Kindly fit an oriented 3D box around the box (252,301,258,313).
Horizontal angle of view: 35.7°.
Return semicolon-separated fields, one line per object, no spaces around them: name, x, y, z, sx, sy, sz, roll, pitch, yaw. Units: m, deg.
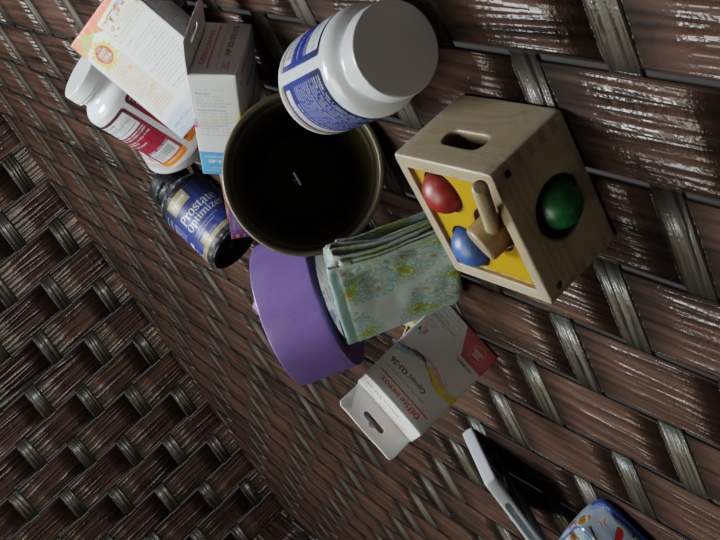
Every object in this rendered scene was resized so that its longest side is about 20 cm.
box;-0.091;0.074;1.960;0.176;0.096;0.200;47;161;5

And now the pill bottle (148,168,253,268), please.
pill bottle;-0.293;-0.105;2.045;0.199;0.112;0.112;41;161;21

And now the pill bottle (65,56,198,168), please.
pill bottle;-0.339;-0.249;1.694;0.199;0.114;0.112;31;172;-31

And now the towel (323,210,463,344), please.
towel;0.045;0.010;1.396;0.201;0.168;0.049;78;172;-57

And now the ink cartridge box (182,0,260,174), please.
ink cartridge box;-0.175;-0.238;1.444;0.066;0.116;0.202;3;135;6

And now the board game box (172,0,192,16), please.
board game box;-0.316;-0.372;1.643;0.199;0.062;0.201;35;157;35

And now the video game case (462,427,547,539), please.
video game case;0.235;0.358;1.773;0.183;0.023;0.200;54;-176;-14

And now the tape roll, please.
tape roll;-0.070;0.046;1.520;0.200;0.084;0.203;-20;-89;-77

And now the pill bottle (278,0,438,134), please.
pill bottle;-0.004;-0.209;1.152;0.116;0.116;0.199;53;162;-14

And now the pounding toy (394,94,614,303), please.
pounding toy;0.133;-0.066;1.077;0.199;0.142;0.185;22;149;55

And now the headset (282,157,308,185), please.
headset;-0.121;-0.135;1.610;0.124;0.094;0.200;48;169;3

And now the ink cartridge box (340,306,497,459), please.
ink cartridge box;0.079;0.152;1.551;0.117;0.200;0.068;46;162;4

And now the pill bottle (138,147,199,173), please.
pill bottle;-0.339;-0.266;1.825;0.112;0.112;0.202;31;155;42

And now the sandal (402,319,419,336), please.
sandal;0.078;0.118;1.694;0.077;0.069;0.213;32;156;40

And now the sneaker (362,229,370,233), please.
sneaker;0.000;0.000;1.663;0.079;0.075;0.202;46;155;39

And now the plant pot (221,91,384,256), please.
plant pot;-0.074;-0.122;1.425;0.201;0.199;0.174;50;179;-5

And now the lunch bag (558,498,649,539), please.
lunch bag;0.368;0.424;1.631;0.160;0.076;0.201;41;160;16

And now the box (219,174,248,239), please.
box;-0.193;-0.167;1.645;0.137;0.038;0.203;97;161;-66

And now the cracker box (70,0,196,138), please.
cracker box;-0.279;-0.297;1.540;0.199;0.058;0.134;40;125;-15
